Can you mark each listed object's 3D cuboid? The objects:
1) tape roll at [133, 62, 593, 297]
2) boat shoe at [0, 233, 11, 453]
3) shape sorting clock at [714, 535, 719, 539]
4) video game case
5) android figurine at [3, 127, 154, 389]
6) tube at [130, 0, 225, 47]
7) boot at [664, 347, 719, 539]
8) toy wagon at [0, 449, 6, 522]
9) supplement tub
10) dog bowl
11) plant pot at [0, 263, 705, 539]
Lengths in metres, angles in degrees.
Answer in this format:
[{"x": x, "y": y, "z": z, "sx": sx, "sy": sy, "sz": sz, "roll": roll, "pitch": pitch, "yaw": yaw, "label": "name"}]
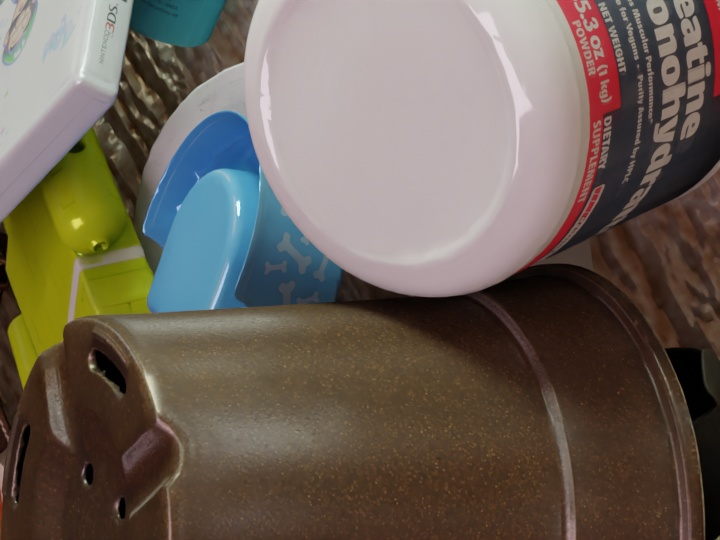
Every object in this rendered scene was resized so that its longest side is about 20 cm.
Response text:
[{"x": 0.000, "y": 0.000, "z": 1.178, "sx": 0.202, "sy": 0.071, "sz": 0.203, "roll": 12, "pitch": 111, "yaw": 34, "label": "tape roll"}, {"x": -0.204, "y": -0.006, "z": 1.329, "sx": 0.070, "sy": 0.070, "sz": 0.201, "roll": 165, "pitch": 83, "yaw": -77, "label": "boat shoe"}, {"x": 0.195, "y": 0.162, "z": 1.024, "sx": 0.039, "sy": 0.199, "sz": 0.201, "roll": -122, "pitch": 32, "yaw": -68, "label": "shape sorting clock"}, {"x": -0.154, "y": -0.091, "z": 1.203, "sx": 0.024, "sy": 0.182, "sz": 0.200, "roll": 27, "pitch": 135, "yaw": -24, "label": "video game case"}, {"x": -0.128, "y": 0.010, "z": 1.239, "sx": 0.182, "sy": 0.041, "sz": 0.200, "roll": 106, "pitch": 148, "yaw": -54, "label": "android figurine"}, {"x": -0.053, "y": -0.192, "z": 1.174, "sx": 0.077, "sy": 0.050, "sz": 0.200, "roll": 41, "pitch": 122, "yaw": 26, "label": "tube"}, {"x": 0.094, "y": 0.088, "z": 1.089, "sx": 0.200, "sy": 0.138, "sz": 0.078, "roll": -23, "pitch": 46, "yaw": 30, "label": "boot"}, {"x": -0.234, "y": 0.140, "z": 1.420, "sx": 0.155, "sy": 0.040, "sz": 0.200, "roll": 47, "pitch": 126, "yaw": 16, "label": "toy wagon"}, {"x": 0.065, "y": -0.079, "z": 1.020, "sx": 0.140, "sy": 0.200, "sz": 0.141, "roll": 13, "pitch": 112, "yaw": 33, "label": "supplement tub"}, {"x": -0.062, "y": 0.038, "z": 1.113, "sx": 0.111, "sy": 0.049, "sz": 0.201, "roll": 30, "pitch": 102, "yaw": 63, "label": "dog bowl"}, {"x": -0.012, "y": 0.093, "z": 0.990, "sx": 0.200, "sy": 0.198, "sz": 0.201, "roll": -10, "pitch": 78, "yaw": 60, "label": "plant pot"}]
